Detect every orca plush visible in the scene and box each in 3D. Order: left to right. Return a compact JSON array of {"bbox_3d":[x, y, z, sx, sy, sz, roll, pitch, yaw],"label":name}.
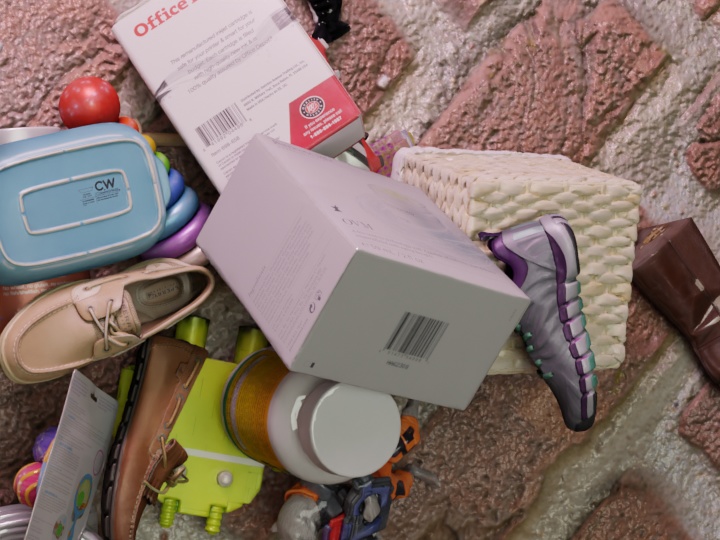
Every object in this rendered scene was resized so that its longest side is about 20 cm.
[{"bbox_3d":[-0.060,-0.312,1.602,0.105,0.071,0.200,-14,94,-20],"label":"orca plush"}]

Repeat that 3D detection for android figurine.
[{"bbox_3d":[-0.145,0.145,1.581,0.182,0.041,0.200,14,83,-20],"label":"android figurine"}]

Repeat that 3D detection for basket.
[{"bbox_3d":[0.140,-0.009,1.605,0.200,0.161,0.198,1,100,-24],"label":"basket"}]

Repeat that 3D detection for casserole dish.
[{"bbox_3d":[-0.247,-0.058,1.430,0.200,0.039,0.121,-16,98,-29],"label":"casserole dish"}]

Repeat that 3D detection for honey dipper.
[{"bbox_3d":[-0.157,-0.124,1.584,0.200,0.038,0.038,-1,90,-24],"label":"honey dipper"}]

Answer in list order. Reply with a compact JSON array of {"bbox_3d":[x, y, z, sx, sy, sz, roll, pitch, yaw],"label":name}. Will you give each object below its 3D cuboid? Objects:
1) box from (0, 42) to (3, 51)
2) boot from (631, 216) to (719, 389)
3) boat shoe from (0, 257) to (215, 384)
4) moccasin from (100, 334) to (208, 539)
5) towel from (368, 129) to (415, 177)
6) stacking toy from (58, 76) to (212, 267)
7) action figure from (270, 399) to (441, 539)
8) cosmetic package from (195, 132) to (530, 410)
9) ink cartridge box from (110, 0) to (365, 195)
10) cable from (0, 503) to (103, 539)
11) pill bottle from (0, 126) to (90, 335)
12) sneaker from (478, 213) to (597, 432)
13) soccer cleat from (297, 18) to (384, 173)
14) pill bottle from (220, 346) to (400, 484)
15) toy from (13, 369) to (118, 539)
[{"bbox_3d":[-0.402,-0.164,1.402,0.152,0.200,0.106,27,80,-17],"label":"box"},{"bbox_3d":[0.390,0.006,1.778,0.186,0.064,0.200,-42,98,-19],"label":"boot"},{"bbox_3d":[-0.215,0.037,1.435,0.200,0.065,0.071,-29,106,-34],"label":"boat shoe"},{"bbox_3d":[-0.183,0.160,1.510,0.078,0.074,0.202,17,72,-11],"label":"moccasin"},{"bbox_3d":[-0.004,-0.035,1.646,0.200,0.023,0.144,-30,100,-18],"label":"towel"},{"bbox_3d":[-0.204,-0.088,1.518,0.085,0.085,0.200,-39,114,-17],"label":"stacking toy"},{"bbox_3d":[-0.006,0.214,1.601,0.193,0.200,0.105,-28,58,-36],"label":"action figure"},{"bbox_3d":[0.000,0.000,1.441,0.199,0.200,0.123,16,111,-39],"label":"cosmetic package"},{"bbox_3d":[-0.110,-0.171,1.527,0.144,0.084,0.200,-33,80,-3],"label":"ink cartridge box"},{"bbox_3d":[-0.303,0.309,1.501,0.200,0.069,0.200,-21,96,-20],"label":"cable"},{"bbox_3d":[-0.298,-0.023,1.486,0.112,0.112,0.200,-5,91,-21],"label":"pill bottle"},{"bbox_3d":[0.157,0.051,1.510,0.087,0.074,0.200,-10,99,-2],"label":"sneaker"},{"bbox_3d":[-0.055,-0.152,1.591,0.085,0.069,0.200,-31,94,-37],"label":"soccer cleat"},{"bbox_3d":[-0.042,0.128,1.489,0.113,0.200,0.113,-1,92,-24],"label":"pill bottle"},{"bbox_3d":[-0.267,0.192,1.441,0.047,0.115,0.200,7,73,13],"label":"toy"}]
